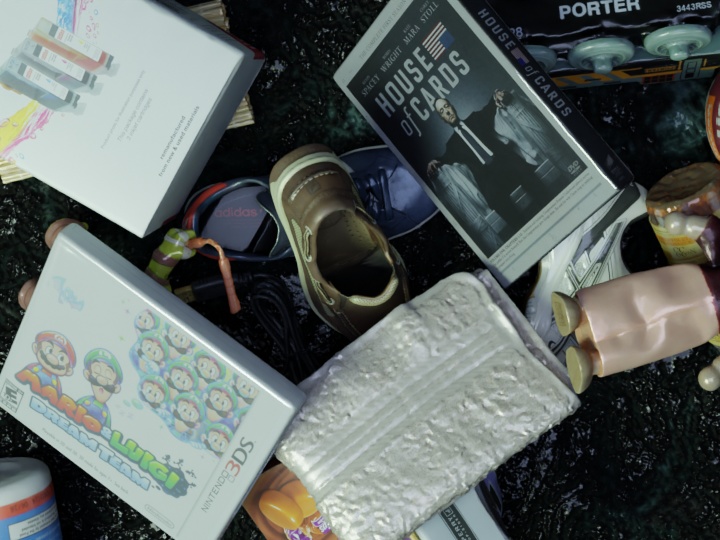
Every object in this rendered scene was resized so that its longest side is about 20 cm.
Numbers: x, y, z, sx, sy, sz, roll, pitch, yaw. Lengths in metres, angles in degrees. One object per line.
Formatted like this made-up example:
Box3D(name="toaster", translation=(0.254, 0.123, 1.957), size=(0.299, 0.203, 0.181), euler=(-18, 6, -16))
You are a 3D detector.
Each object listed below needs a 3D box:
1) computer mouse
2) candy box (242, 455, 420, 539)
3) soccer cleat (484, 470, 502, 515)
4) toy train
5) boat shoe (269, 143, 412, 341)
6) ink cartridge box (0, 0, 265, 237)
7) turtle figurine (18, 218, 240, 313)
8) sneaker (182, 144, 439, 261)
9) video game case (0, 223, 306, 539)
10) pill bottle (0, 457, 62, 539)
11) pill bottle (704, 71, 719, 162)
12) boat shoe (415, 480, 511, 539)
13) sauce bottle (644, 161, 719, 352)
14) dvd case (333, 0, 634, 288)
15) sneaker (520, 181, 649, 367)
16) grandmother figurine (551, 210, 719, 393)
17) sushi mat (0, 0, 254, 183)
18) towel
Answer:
Box3D(name="computer mouse", translation=(-0.127, 0.083, 1.196), size=(0.200, 0.046, 0.140), euler=(-19, 99, 6))
Box3D(name="candy box", translation=(0.010, 0.210, 1.186), size=(0.117, 0.056, 0.200), euler=(-31, 98, 32))
Box3D(name="soccer cleat", translation=(0.078, 0.134, 1.179), size=(0.067, 0.076, 0.200), euler=(6, 99, 2))
Box3D(name="toy train", translation=(0.164, -0.166, 1.107), size=(0.200, 0.114, 0.085), euler=(-7, 75, 6))
Box3D(name="boat shoe", translation=(-0.005, 0.003, 1.111), size=(0.075, 0.075, 0.202), euler=(-34, 138, -1))
Box3D(name="ink cartridge box", translation=(-0.191, -0.138, 1.099), size=(0.200, 0.145, 0.145), euler=(30, 98, -1))
Box3D(name="turtle figurine", translation=(-0.178, 0.043, 1.152), size=(0.161, 0.064, 0.200), euler=(33, 118, 28))
Box3D(name="sneaker", translation=(-0.033, -0.042, 1.151), size=(0.200, 0.085, 0.075), euler=(-13, 98, 5))
Box3D(name="video game case", translation=(-0.154, 0.088, 1.107), size=(0.200, 0.024, 0.182), euler=(36, 130, 6))
Box3D(name="pill bottle", translation=(-0.273, 0.251, 1.198), size=(0.112, 0.112, 0.200), euler=(-8, 99, 4))
Box3D(name="pill bottle", translation=(0.295, -0.102, 1.068), size=(0.114, 0.200, 0.114), euler=(0, 99, 3))
Box3D(name="boat shoe", translation=(0.065, 0.167, 1.129), size=(0.070, 0.066, 0.200), euler=(-32, 71, -6))
Box3D(name="sauce bottle", translation=(0.270, 0.019, 1.144), size=(0.066, 0.066, 0.200), euler=(-28, 110, 7))
Box3D(name="dvd case", translation=(0.078, -0.100, 1.087), size=(0.025, 0.150, 0.200), euler=(-36, 84, -37))
Box3D(name="sneaker", translation=(0.162, 0.025, 1.158), size=(0.088, 0.076, 0.200), euler=(12, 100, 1))
Box3D(name="grandmother figurine", translation=(0.233, 0.017, 1.076), size=(0.200, 0.061, 0.121), euler=(-13, 97, -5))
Box3D(name="sushi mat", translation=(-0.186, -0.133, 1.180), size=(0.200, 0.012, 0.096), euler=(-13, 98, 4))
Box3D(name="towel", translation=(0.042, 0.097, 1.099), size=(0.200, 0.034, 0.133), euler=(-37, 73, -6))
